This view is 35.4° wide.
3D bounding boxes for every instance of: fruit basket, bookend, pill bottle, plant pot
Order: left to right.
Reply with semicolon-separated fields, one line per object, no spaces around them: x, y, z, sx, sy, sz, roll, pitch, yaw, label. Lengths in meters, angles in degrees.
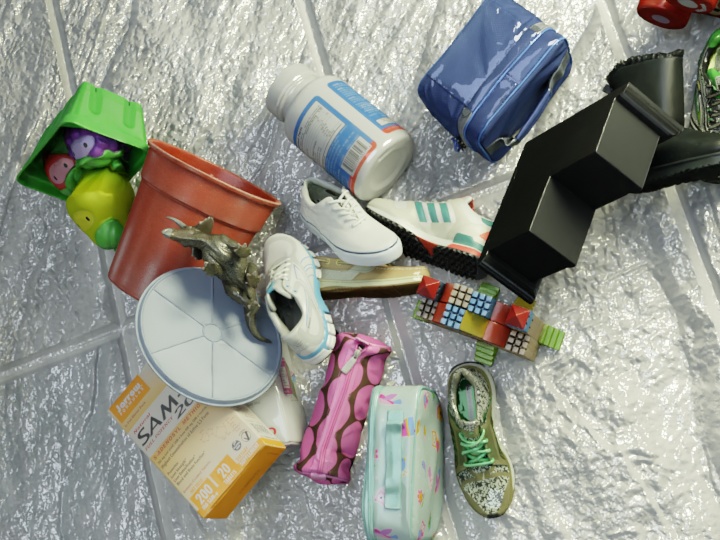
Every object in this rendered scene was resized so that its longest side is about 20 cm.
-0.387;-0.131;1.601;0.215;0.155;0.217;-38;42;44;fruit basket
-0.239;-0.048;1.547;0.200;0.201;0.196;29;97;22;plant pot
-0.033;-0.195;1.541;0.200;0.112;0.112;42;94;22;pill bottle
0.258;-0.088;1.338;0.092;0.200;0.199;34;60;-17;bookend

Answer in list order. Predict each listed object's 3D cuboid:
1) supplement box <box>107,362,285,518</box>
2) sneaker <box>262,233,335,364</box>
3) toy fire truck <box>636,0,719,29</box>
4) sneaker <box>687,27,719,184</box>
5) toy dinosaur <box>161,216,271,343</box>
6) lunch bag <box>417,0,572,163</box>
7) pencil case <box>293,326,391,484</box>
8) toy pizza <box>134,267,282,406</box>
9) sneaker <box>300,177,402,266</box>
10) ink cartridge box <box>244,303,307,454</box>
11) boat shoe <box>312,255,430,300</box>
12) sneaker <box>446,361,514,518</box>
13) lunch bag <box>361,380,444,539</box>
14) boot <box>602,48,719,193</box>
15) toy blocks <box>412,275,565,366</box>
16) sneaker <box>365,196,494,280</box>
-0.211;0.203;1.448;0.200;0.073;0.126;41;93;22;supplement box
-0.093;0.022;1.463;0.075;0.087;0.201;-36;52;16;sneaker
0.445;-0.345;1.375;0.167;0.200;0.113;23;87;-5;toy fire truck
0.440;-0.205;1.397;0.078;0.085;0.201;0;80;19;sneaker
-0.160;0.001;1.435;0.077;0.102;0.200;-42;112;0;toy dinosaur
0.179;-0.238;1.464;0.132;0.136;0.200;39;93;22;lunch bag
-0.026;0.180;1.467;0.090;0.094;0.201;16;85;-6;pencil case
-0.193;0.086;1.435;0.032;0.199;0.201;-48;63;45;toy pizza
-0.022;-0.066;1.490;0.073;0.071;0.200;-33;39;-25;sneaker
-0.165;0.161;1.526;0.144;0.085;0.201;-19;72;14;ink cartridge box
0.000;0.000;1.508;0.199;0.074;0.067;-2;76;19;boat shoe
0.139;0.209;1.410;0.076;0.089;0.201;-16;75;15;sneaker
0.051;0.236;1.396;0.077;0.160;0.201;-2;79;18;lunch bag
0.383;-0.188;1.376;0.198;0.073;0.164;-11;78;55;boot
0.145;0.057;1.414;0.199;0.137;0.100;20;86;22;toy blocks
0.104;-0.062;1.500;0.199;0.071;0.094;24;62;29;sneaker
